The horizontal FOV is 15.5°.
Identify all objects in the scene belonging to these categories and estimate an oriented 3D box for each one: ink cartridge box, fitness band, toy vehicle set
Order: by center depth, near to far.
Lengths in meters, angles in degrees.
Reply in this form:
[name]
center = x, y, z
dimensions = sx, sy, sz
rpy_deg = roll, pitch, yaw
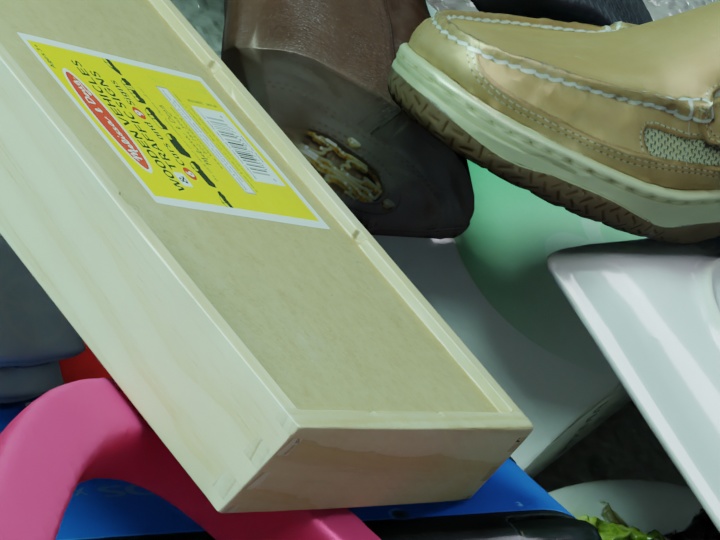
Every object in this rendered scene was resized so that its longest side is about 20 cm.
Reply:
[fitness band]
center = -0.024, 0.089, 0.518
dimensions = 0.144, 0.037, 0.200
rpy_deg = 38, 16, -8
[toy vehicle set]
center = -0.052, -0.026, 0.635
dimensions = 0.200, 0.027, 0.124
rpy_deg = 50, 18, 22
[ink cartridge box]
center = 0.000, 0.000, 0.793
dimensions = 0.161, 0.050, 0.200
rpy_deg = 44, 39, 13

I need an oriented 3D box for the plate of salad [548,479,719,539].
[plate of salad]
center = 0.114, 0.134, 0.733
dimensions = 0.200, 0.048, 0.200
rpy_deg = 18, 43, -17

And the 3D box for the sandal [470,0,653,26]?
[sandal]
center = 0.058, -0.090, 0.870
dimensions = 0.200, 0.043, 0.076
rpy_deg = 24, 40, -62

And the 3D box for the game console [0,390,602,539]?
[game console]
center = -0.047, 0.110, 0.658
dimensions = 0.200, 0.118, 0.171
rpy_deg = -1, 19, -24

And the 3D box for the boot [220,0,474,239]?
[boot]
center = -0.036, -0.115, 0.775
dimensions = 0.186, 0.064, 0.200
rpy_deg = 33, 39, -32

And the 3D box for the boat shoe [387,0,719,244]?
[boat shoe]
center = 0.099, -0.052, 0.755
dimensions = 0.200, 0.076, 0.072
rpy_deg = 12, 26, -38

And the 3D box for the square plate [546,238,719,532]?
[square plate]
center = 0.158, 0.062, 0.787
dimensions = 0.200, 0.028, 0.198
rpy_deg = 56, 27, 13

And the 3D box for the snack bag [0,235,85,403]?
[snack bag]
center = -0.175, -0.054, 0.657
dimensions = 0.200, 0.021, 0.189
rpy_deg = -2, 70, -35

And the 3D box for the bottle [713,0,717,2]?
[bottle]
center = 0.167, -0.084, 0.946
dimensions = 0.083, 0.065, 0.200
rpy_deg = 5, 22, 13
